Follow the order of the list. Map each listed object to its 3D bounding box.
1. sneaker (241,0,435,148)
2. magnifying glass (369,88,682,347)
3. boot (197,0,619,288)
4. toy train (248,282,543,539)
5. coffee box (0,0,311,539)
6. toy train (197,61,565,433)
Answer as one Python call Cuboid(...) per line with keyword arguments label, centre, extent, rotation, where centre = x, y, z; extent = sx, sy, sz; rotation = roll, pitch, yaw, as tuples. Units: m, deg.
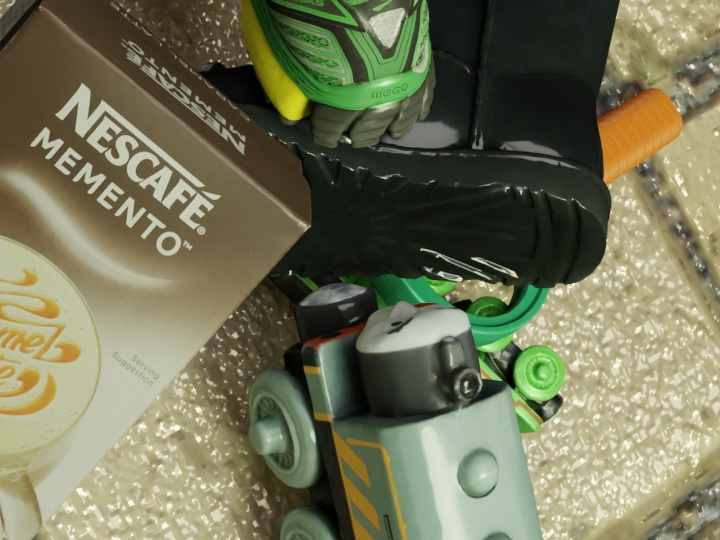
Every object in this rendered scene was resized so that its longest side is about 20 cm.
Cuboid(label="sneaker", centre=(-0.022, -0.141, 0.853), extent=(0.078, 0.085, 0.200), rotation=(-16, 53, -20))
Cuboid(label="magnifying glass", centre=(0.070, -0.030, 0.982), extent=(0.200, 0.022, 0.080), rotation=(-32, 88, -44))
Cuboid(label="boot", centre=(0.002, -0.081, 0.912), extent=(0.199, 0.077, 0.169), rotation=(6, 50, -2))
Cuboid(label="toy train", centre=(0.024, 0.103, 0.883), extent=(0.085, 0.114, 0.201), rotation=(-16, 99, -31))
Cuboid(label="coffee box", centre=(-0.123, 0.012, 0.804), extent=(0.114, 0.080, 0.200), rotation=(39, 102, -13))
Cuboid(label="toy train", centre=(0.000, 0.000, 0.956), extent=(0.200, 0.042, 0.056), rotation=(44, 71, -11))
